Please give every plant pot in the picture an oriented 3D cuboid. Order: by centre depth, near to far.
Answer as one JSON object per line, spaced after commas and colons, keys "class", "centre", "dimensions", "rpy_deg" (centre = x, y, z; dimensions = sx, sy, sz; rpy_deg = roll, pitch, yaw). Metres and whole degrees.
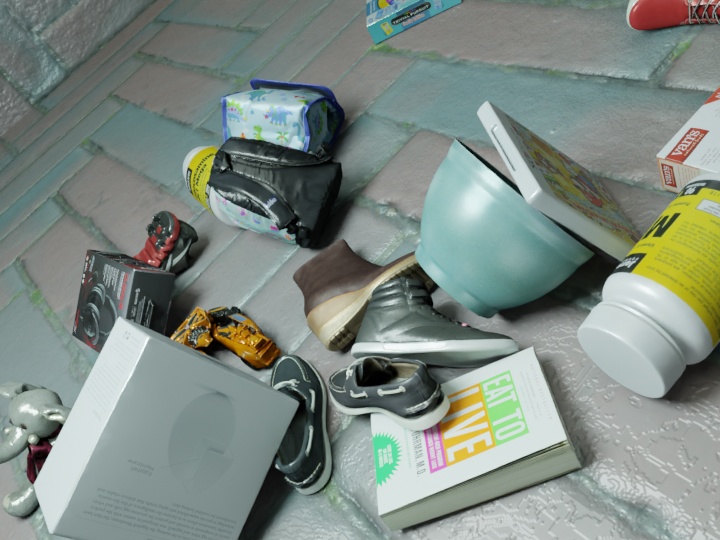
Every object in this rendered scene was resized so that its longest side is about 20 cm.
{"class": "plant pot", "centre": [0.145, -0.033, 0.759], "dimensions": [0.135, 0.198, 0.201], "rpy_deg": [-52, 37, 15]}

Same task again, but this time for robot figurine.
{"class": "robot figurine", "centre": [-0.207, 0.113, 0.958], "dimensions": [0.198, 0.059, 0.146], "rpy_deg": [19, 63, 45]}

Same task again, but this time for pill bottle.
{"class": "pill bottle", "centre": [0.306, 0.014, 0.635], "dimensions": [0.200, 0.115, 0.114], "rpy_deg": [-46, 40, -12]}
{"class": "pill bottle", "centre": [-0.254, -0.163, 1.221], "dimensions": [0.112, 0.113, 0.199], "rpy_deg": [-44, 39, -10]}

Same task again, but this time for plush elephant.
{"class": "plush elephant", "centre": [-0.444, 0.238, 0.932], "dimensions": [0.162, 0.156, 0.202], "rpy_deg": [3, 53, 38]}

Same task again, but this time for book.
{"class": "book", "centre": [0.108, 0.171, 0.688], "dimensions": [0.197, 0.048, 0.135], "rpy_deg": [-26, 34, 14]}

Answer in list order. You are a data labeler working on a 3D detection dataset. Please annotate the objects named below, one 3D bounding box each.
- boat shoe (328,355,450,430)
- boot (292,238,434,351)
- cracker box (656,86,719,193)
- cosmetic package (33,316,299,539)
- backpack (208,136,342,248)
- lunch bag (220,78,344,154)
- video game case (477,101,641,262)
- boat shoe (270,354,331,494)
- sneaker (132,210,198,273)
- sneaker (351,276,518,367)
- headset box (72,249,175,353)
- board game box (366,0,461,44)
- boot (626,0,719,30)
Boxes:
{"class": "boat shoe", "centre": [0.018, 0.125, 0.745], "dimensions": [0.074, 0.061, 0.199], "rpy_deg": [-37, 19, -24]}
{"class": "boot", "centre": [0.000, 0.000, 0.906], "dimensions": [0.199, 0.072, 0.167], "rpy_deg": [-36, 41, 6]}
{"class": "cracker box", "centre": [0.445, -0.124, 0.713], "dimensions": [0.134, 0.058, 0.199], "rpy_deg": [-45, 39, -11]}
{"class": "cosmetic package", "centre": [-0.208, 0.189, 0.726], "dimensions": [0.122, 0.198, 0.203], "rpy_deg": [10, 72, 55]}
{"class": "backpack", "centre": [-0.142, -0.125, 1.054], "dimensions": [0.196, 0.127, 0.169], "rpy_deg": [17, 64, 8]}
{"class": "lunch bag", "centre": [-0.134, -0.273, 1.199], "dimensions": [0.167, 0.130, 0.200], "rpy_deg": [10, 22, 15]}
{"class": "video game case", "centre": [0.229, -0.093, 0.741], "dimensions": [0.023, 0.198, 0.184], "rpy_deg": [-48, 33, 28]}
{"class": "boat shoe", "centre": [-0.080, 0.169, 0.809], "dimensions": [0.075, 0.061, 0.201], "rpy_deg": [-32, 40, 5]}
{"class": "sneaker", "centre": [-0.357, -0.011, 1.183], "dimensions": [0.202, 0.097, 0.071], "rpy_deg": [-53, 55, 17]}
{"class": "sneaker", "centre": [0.085, 0.055, 0.768], "dimensions": [0.196, 0.071, 0.101], "rpy_deg": [-2, 65, 26]}
{"class": "headset box", "centre": [-0.381, 0.060, 1.075], "dimensions": [0.198, 0.076, 0.152], "rpy_deg": [16, 96, 45]}
{"class": "board game box", "centre": [0.108, -0.578, 1.414], "dimensions": [0.197, 0.047, 0.153], "rpy_deg": [-21, 42, 19]}
{"class": "boot", "centre": [0.476, -0.358, 0.914], "dimensions": [0.196, 0.073, 0.146], "rpy_deg": [-13, 46, 21]}
